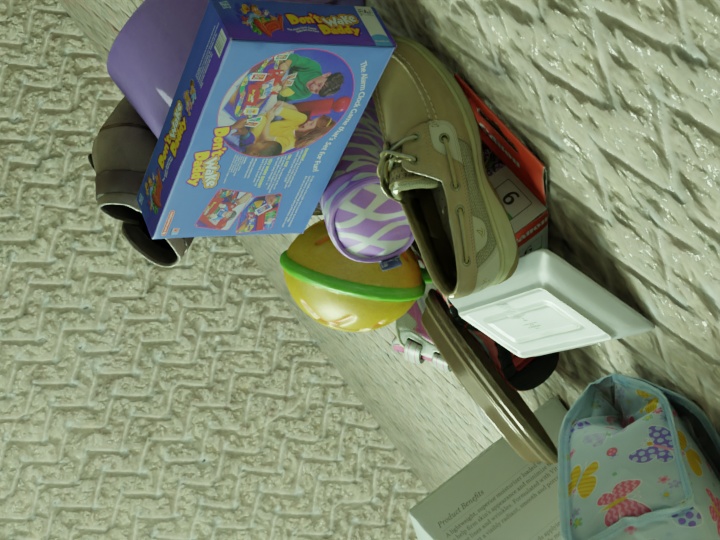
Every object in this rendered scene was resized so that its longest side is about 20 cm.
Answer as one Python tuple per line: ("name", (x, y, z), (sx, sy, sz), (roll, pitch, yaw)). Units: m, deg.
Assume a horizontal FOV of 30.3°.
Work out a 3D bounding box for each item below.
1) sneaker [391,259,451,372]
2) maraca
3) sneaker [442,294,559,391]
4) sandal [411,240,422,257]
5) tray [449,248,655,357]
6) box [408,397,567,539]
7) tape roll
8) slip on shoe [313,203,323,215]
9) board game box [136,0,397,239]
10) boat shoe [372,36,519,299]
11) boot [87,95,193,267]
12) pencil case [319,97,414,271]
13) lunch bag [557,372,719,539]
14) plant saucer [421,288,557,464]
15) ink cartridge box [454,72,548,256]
("sneaker", (0.085, 0.079, 1.511), (0.200, 0.088, 0.081), (48, 170, 28))
("maraca", (0.000, 0.000, 1.255), (0.137, 0.107, 0.200), (20, -168, 15))
("sneaker", (0.110, 0.028, 1.237), (0.200, 0.074, 0.087), (59, 171, -34))
("sandal", (0.072, -0.039, 1.257), (0.200, 0.055, 0.082), (41, -173, -43))
("tray", (0.139, 0.035, 1.049), (0.107, 0.022, 0.200), (35, 162, -10))
("box", (0.171, 0.266, 1.433), (0.131, 0.199, 0.200), (50, 171, 19))
("tape roll", (-0.099, -0.185, 1.067), (0.085, 0.200, 0.200), (52, 171, 5))
("slip on shoe", (-0.075, -0.073, 1.158), (0.076, 0.061, 0.200), (54, -159, 21))
("board game box", (-0.074, -0.108, 0.993), (0.045, 0.134, 0.200), (63, 141, 33))
("boat shoe", (0.049, -0.077, 0.977), (0.072, 0.065, 0.201), (-25, 86, 52))
("boot", (-0.153, -0.068, 1.151), (0.200, 0.070, 0.147), (35, -132, -37))
("pencil case", (-0.001, -0.090, 1.117), (0.200, 0.085, 0.084), (-109, -5, -52))
("lunch bag", (0.236, 0.189, 1.031), (0.170, 0.127, 0.200), (58, -162, -21))
("plant saucer", (0.118, 0.104, 1.248), (0.200, 0.029, 0.200), (53, -175, -7))
("ink cartridge box", (0.095, -0.057, 1.044), (0.109, 0.050, 0.200), (50, 171, 23))
